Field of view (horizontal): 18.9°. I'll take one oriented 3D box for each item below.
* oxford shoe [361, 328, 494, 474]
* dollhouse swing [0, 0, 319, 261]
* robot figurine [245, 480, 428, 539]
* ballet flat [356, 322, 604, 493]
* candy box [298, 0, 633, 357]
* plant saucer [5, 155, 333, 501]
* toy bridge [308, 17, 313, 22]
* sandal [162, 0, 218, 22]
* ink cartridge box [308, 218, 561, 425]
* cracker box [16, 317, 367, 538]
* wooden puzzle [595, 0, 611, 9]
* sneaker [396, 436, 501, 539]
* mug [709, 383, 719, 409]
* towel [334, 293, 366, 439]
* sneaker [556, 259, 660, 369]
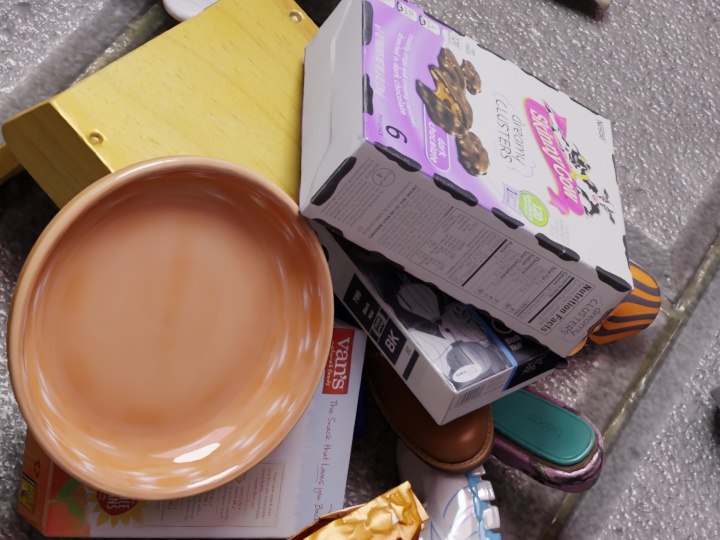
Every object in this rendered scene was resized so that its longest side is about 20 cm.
[{"bbox_3d":[0.031,0.037,1.393,0.071,0.071,0.201,-20,64,-6],"label":"oxford shoe"},{"bbox_3d":[-0.124,-0.067,1.388,0.182,0.176,0.200,48,50,7],"label":"dollhouse swing"},{"bbox_3d":[-0.028,0.219,1.287,0.199,0.058,0.145,-29,69,-17],"label":"robot figurine"},{"bbox_3d":[0.075,0.089,1.440,0.199,0.071,0.069,32,60,20],"label":"ballet flat"},{"bbox_3d":[0.063,-0.064,1.312,0.199,0.072,0.169,28,35,-23],"label":"candy box"},{"bbox_3d":[-0.110,0.031,1.236,0.198,0.037,0.202,-8,107,-26],"label":"plant saucer"},{"bbox_3d":[0.007,-0.085,1.456,0.200,0.067,0.027,43,36,-7],"label":"toy bridge"},{"bbox_3d":[-0.095,-0.210,1.573,0.078,0.060,0.207,18,35,11],"label":"sandal"},{"bbox_3d":[0.032,-0.002,1.348,0.099,0.039,0.200,-23,60,-34],"label":"ink cartridge box"},{"bbox_3d":[-0.101,0.091,1.313,0.198,0.058,0.135,5,97,-29],"label":"cracker box"},{"bbox_3d":[0.124,-0.313,1.773,0.199,0.046,0.186,25,51,-17],"label":"wooden puzzle"},{"bbox_3d":[0.046,0.191,1.367,0.086,0.075,0.201,-5,61,-23],"label":"sneaker"},{"bbox_3d":[0.365,0.113,1.552,0.176,0.147,0.200,55,21,8],"label":"mug"},{"bbox_3d":[-0.092,0.049,1.380,0.198,0.049,0.149,-8,80,-28],"label":"towel"},{"bbox_3d":[0.141,0.032,1.484,0.198,0.078,0.112,3,18,-29],"label":"sneaker"}]
